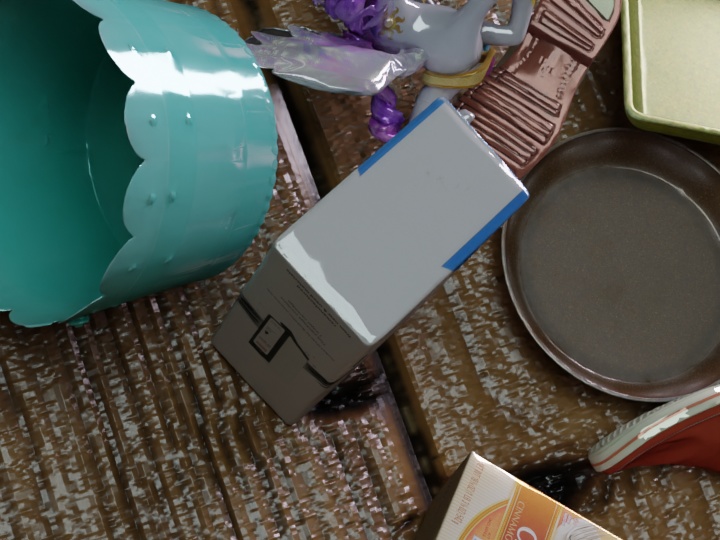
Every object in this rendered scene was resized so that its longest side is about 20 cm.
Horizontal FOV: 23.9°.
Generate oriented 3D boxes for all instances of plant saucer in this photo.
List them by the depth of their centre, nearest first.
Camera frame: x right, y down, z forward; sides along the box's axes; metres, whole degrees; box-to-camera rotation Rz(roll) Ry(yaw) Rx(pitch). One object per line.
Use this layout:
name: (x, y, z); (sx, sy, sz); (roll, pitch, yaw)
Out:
plant saucer: (0.189, -0.002, 1.190); (0.198, 0.032, 0.202); (5, 69, -13)
plant saucer: (0.275, -0.161, 1.245); (0.198, 0.048, 0.201); (11, 57, -11)

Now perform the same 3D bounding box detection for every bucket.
bucket: (-0.158, -0.074, 1.028); (0.134, 0.207, 0.209); (-7, 69, -51)

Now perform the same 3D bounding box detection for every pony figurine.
pony figurine: (0.023, -0.158, 1.112); (0.192, 0.167, 0.201); (20, 102, -4)

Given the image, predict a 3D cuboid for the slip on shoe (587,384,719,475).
slip on shoe: (0.246, 0.110, 1.144); (0.198, 0.074, 0.062); (-10, 76, -22)

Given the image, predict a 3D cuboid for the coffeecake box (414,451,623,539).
coffeecake box: (0.117, 0.232, 1.043); (0.199, 0.073, 0.154); (30, 48, -2)

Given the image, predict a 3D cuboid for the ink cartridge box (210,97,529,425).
ink cartridge box: (0.000, 0.000, 1.050); (0.084, 0.200, 0.146); (46, 67, 3)

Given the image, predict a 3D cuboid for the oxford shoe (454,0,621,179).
oxford shoe: (0.116, -0.119, 1.197); (0.071, 0.074, 0.200); (38, 86, 3)

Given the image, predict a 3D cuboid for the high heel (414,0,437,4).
high heel: (0.033, -0.261, 1.220); (0.142, 0.072, 0.200); (-37, 74, -16)
